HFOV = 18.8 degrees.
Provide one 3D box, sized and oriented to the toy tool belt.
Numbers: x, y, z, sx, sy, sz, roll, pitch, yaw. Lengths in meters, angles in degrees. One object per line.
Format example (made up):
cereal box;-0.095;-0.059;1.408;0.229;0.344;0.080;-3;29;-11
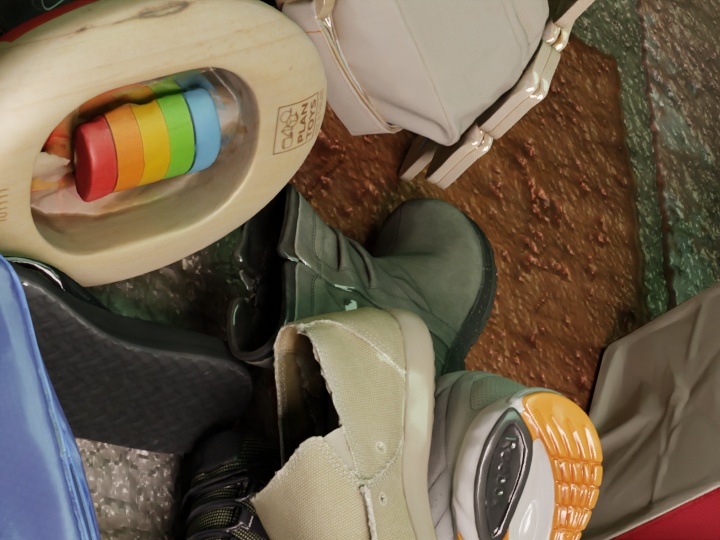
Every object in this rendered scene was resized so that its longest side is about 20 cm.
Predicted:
toy tool belt;-0.008;-0.157;1.026;0.125;0.123;0.200;-44;123;-21

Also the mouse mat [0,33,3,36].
mouse mat;-0.124;-0.172;1.070;0.200;0.008;0.162;3;69;-45

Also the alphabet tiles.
alphabet tiles;0.089;-0.129;1.129;0.015;0.196;0.200;34;47;-11

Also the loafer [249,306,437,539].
loafer;-0.010;0.104;0.895;0.068;0.076;0.201;13;56;-21

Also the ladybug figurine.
ladybug figurine;-0.105;-0.065;0.953;0.199;0.136;0.072;-15;39;-33

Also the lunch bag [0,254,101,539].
lunch bag;-0.166;0.081;0.765;0.135;0.132;0.201;-16;80;-17

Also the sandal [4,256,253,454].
sandal;-0.131;0.032;0.922;0.200;0.075;0.048;24;24;-47

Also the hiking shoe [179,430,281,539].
hiking shoe;-0.058;0.126;0.949;0.101;0.076;0.200;58;31;6

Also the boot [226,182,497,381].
boot;0.000;0.000;1.034;0.131;0.068;0.200;47;29;-27

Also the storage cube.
storage cube;0.230;0.118;1.157;0.180;0.200;0.171;38;47;-18

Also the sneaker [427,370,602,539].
sneaker;0.042;0.138;0.934;0.075;0.092;0.201;14;98;-26

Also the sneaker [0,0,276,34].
sneaker;-0.089;-0.134;1.023;0.200;0.080;0.087;-30;95;-49
